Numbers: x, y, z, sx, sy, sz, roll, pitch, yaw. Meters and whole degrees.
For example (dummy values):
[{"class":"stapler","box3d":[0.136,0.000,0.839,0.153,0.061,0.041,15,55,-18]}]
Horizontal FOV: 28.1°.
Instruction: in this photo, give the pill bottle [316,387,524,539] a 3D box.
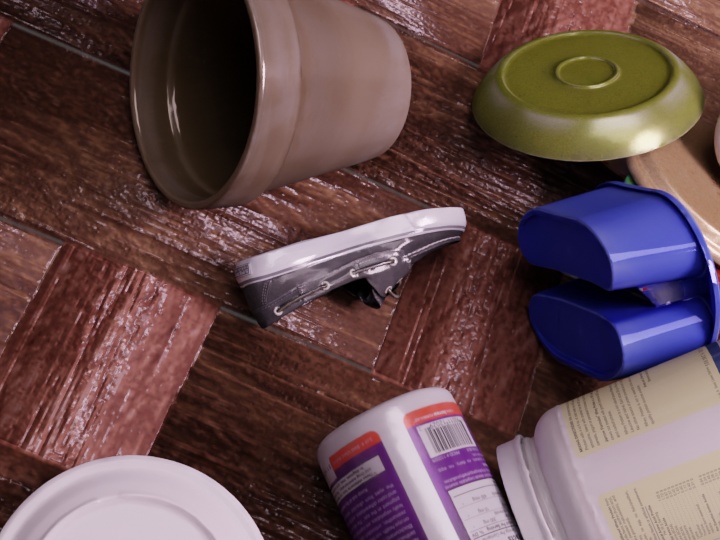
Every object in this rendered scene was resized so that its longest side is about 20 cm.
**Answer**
[{"class":"pill bottle","box3d":[0.057,0.195,1.030,0.111,0.111,0.200,-17,70,-24]}]

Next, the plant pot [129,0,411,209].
[{"class":"plant pot","box3d":[-0.062,-0.148,1.143,0.173,0.200,0.200,-3,63,-37]}]

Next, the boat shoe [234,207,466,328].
[{"class":"boat shoe","box3d":[0.000,0.000,1.143,0.200,0.070,0.066,-15,86,-27]}]

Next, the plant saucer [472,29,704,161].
[{"class":"plant saucer","box3d":[0.195,-0.160,1.242,0.200,0.031,0.200,-5,37,3]}]

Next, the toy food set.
[{"class":"toy food set","box3d":[0.291,-0.062,1.238,0.200,0.049,0.198,14,43,-35]}]

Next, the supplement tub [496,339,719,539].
[{"class":"supplement tub","box3d":[0.213,0.147,1.042,0.200,0.145,0.145,-23,69,9]}]

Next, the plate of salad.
[{"class":"plate of salad","box3d":[-0.157,0.227,0.984,0.200,0.048,0.200,3,70,-8]}]

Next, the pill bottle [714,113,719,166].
[{"class":"pill bottle","box3d":[0.387,-0.132,1.264,0.114,0.114,0.200,44,30,8]}]

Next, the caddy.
[{"class":"caddy","box3d":[0.208,0.007,1.131,0.105,0.200,0.142,-14,104,-16]}]
